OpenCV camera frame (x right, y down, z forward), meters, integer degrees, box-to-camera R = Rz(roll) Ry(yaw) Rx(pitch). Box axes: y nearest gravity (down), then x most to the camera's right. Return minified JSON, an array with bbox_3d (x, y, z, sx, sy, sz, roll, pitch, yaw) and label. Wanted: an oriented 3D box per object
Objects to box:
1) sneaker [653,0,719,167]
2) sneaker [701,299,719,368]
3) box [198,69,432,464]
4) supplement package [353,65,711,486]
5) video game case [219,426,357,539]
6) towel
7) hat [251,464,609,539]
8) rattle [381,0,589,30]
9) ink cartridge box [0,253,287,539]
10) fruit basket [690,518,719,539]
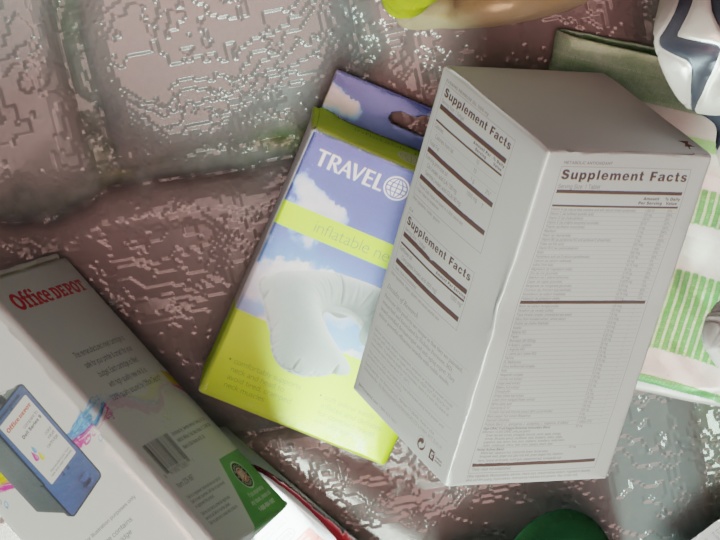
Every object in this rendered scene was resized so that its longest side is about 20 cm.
[{"bbox_3d":[0.254,-0.088,1.439,0.129,0.080,0.199,-14,126,31],"label":"sneaker"},{"bbox_3d":[0.287,0.048,1.497,0.199,0.078,0.099,-1,141,4],"label":"sneaker"},{"bbox_3d":[0.000,0.000,1.561,0.122,0.048,0.200,22,111,-6],"label":"box"},{"bbox_3d":[0.090,0.002,1.476,0.114,0.110,0.200,1,117,-33],"label":"supplement package"},{"bbox_3d":[-0.083,0.220,1.662,0.182,0.023,0.200,41,107,-11],"label":"video game case"},{"bbox_3d":[0.165,-0.027,1.554,0.152,0.023,0.200,12,111,0],"label":"towel"},{"bbox_3d":[0.044,0.205,1.633,0.176,0.166,0.201,7,104,36],"label":"hat"},{"bbox_3d":[0.105,-0.203,1.471,0.200,0.143,0.130,-11,151,9],"label":"rattle"},{"bbox_3d":[-0.152,0.095,1.526,0.087,0.145,0.200,-42,86,14],"label":"ink cartridge box"},{"bbox_3d":[0.294,0.187,1.599,0.200,0.094,0.185,-39,103,25],"label":"fruit basket"}]
